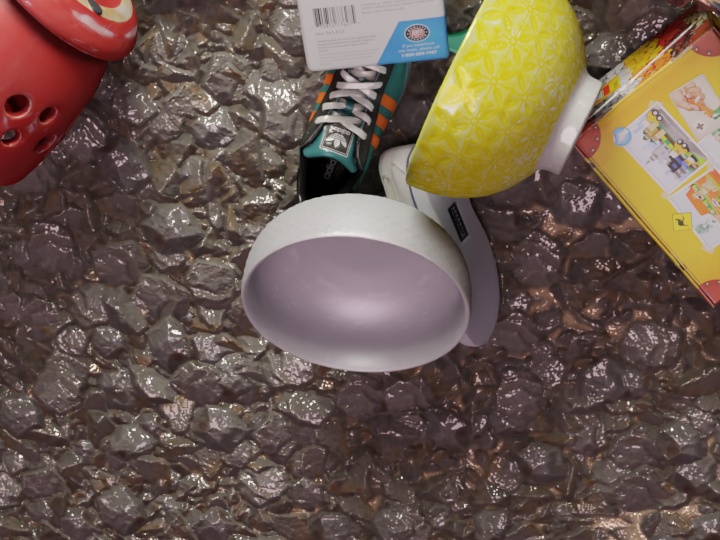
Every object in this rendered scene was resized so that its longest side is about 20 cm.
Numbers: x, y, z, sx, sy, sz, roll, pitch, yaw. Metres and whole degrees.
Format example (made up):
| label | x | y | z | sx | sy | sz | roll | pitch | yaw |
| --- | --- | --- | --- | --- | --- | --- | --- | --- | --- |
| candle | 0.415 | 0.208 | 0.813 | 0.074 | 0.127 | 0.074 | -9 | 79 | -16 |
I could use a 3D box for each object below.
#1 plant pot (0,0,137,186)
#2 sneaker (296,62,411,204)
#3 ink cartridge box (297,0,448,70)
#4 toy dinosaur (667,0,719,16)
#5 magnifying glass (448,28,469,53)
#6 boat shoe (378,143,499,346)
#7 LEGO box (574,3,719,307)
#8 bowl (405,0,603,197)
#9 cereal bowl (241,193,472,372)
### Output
| label | x | y | z | sx | sy | sz | roll | pitch | yaw |
| --- | --- | --- | --- | --- | --- | --- | --- | --- | --- |
| plant pot | -0.297 | -0.199 | 1.408 | 0.182 | 0.201 | 0.200 | -39 | 104 | 18 |
| sneaker | -0.007 | -0.131 | 1.446 | 0.071 | 0.080 | 0.201 | 19 | 119 | 2 |
| ink cartridge box | 0.003 | -0.262 | 1.313 | 0.114 | 0.068 | 0.201 | -5 | 128 | 4 |
| toy dinosaur | 0.208 | -0.248 | 1.312 | 0.199 | 0.136 | 0.086 | 6 | 118 | 9 |
| magnifying glass | 0.113 | -0.189 | 1.427 | 0.080 | 0.022 | 0.200 | -39 | 105 | 26 |
| boat shoe | 0.065 | -0.022 | 1.505 | 0.070 | 0.071 | 0.201 | 4 | 126 | 41 |
| LEGO box | 0.288 | -0.095 | 1.399 | 0.149 | 0.077 | 0.200 | -37 | 106 | 20 |
| bowl | 0.125 | -0.133 | 1.322 | 0.107 | 0.200 | 0.201 | 27 | 119 | 5 |
| cereal bowl | 0.000 | 0.000 | 1.440 | 0.199 | 0.084 | 0.200 | 6 | 145 | 4 |
